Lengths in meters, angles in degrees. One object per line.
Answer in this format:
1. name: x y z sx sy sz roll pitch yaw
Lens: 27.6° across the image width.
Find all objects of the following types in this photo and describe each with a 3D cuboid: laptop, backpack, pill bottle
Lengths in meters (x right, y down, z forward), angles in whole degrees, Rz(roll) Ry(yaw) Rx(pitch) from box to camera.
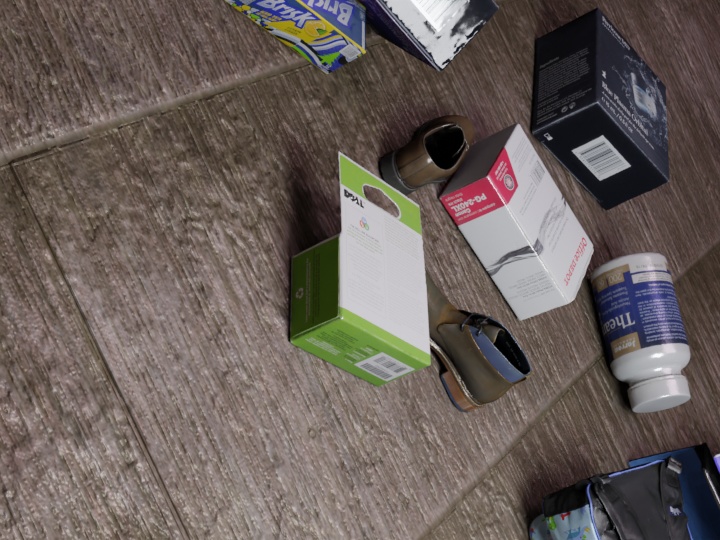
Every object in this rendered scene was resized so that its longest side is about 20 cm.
1. laptop: 0.424 0.331 1.860 0.189 0.115 0.200 65 15 -1
2. backpack: 0.305 0.341 1.704 0.181 0.147 0.203 -6 72 -41
3. pill bottle: 0.388 0.086 2.011 0.110 0.110 0.203 13 60 -50

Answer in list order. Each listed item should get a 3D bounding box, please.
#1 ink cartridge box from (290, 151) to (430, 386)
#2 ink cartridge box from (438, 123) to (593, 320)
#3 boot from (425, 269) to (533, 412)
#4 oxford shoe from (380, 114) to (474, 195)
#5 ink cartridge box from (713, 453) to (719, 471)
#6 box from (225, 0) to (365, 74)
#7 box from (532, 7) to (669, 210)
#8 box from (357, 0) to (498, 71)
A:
1. ink cartridge box: 0.000 0.000 1.560 0.147 0.075 0.202 30 47 -41
2. ink cartridge box: 0.202 -0.060 1.864 0.201 0.083 0.146 56 35 -16
3. boot: 0.117 0.058 1.667 0.202 0.096 0.075 60 34 -10
4. oxford shoe: 0.104 -0.149 1.784 0.073 0.084 0.200 58 33 -8
5. ink cartridge box: 0.540 0.337 1.985 0.199 0.043 0.201 7 60 -64
6. box: -0.079 -0.304 1.639 0.199 0.064 0.071 32 47 -42
7. box: 0.353 -0.236 2.149 0.196 0.117 0.202 40 41 -34
8. box: 0.047 -0.338 1.712 0.148 0.104 0.200 44 0 -29
